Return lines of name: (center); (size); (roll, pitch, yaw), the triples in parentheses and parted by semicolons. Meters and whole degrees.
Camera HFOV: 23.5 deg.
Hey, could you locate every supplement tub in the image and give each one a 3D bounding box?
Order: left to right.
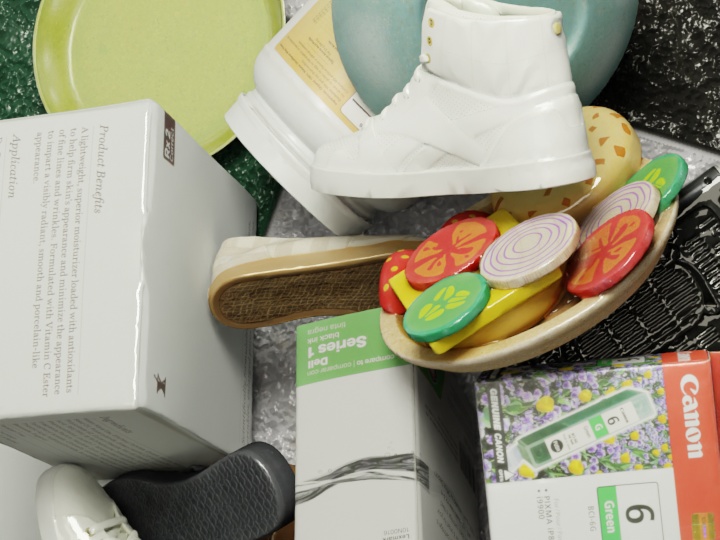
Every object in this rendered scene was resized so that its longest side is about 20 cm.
supplement tub: (0.020, -0.132, 1.149); (0.200, 0.145, 0.145); (-46, 72, 7)

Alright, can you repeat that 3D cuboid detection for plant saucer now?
plant saucer: (-0.143, -0.167, 1.264); (0.198, 0.031, 0.202); (-2, 82, 16)
plant saucer: (0.082, -0.162, 1.052); (0.199, 0.039, 0.203); (-5, 112, -12)

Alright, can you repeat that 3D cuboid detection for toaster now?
toaster: (0.192, 0.062, 1.063); (0.199, 0.119, 0.182); (-36, 87, 10)

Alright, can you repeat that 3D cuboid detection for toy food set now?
toy food set: (0.096, -0.015, 1.004); (0.199, 0.198, 0.049); (-32, 114, -1)

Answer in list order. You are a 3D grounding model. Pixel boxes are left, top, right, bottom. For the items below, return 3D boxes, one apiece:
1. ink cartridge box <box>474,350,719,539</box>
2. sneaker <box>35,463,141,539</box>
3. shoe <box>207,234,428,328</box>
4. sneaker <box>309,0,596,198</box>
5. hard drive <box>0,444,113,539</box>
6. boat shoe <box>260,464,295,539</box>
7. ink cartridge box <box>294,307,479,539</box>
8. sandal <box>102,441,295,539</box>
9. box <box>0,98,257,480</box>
ink cartridge box: (0.169, 0.104, 0.984); (0.198, 0.050, 0.110); (-6, 93, 10)
sneaker: (-0.135, 0.203, 1.118); (0.084, 0.073, 0.201); (-34, 81, 25)
shoe: (0.000, 0.000, 1.126); (0.198, 0.070, 0.054); (-1, 37, -3)
sneaker: (0.045, -0.103, 1.013); (0.199, 0.073, 0.117); (-2, 102, 40)
hard drive: (-0.174, 0.178, 1.227); (0.198, 0.026, 0.133); (6, 84, 17)
boat shoe: (-0.072, 0.227, 1.150); (0.073, 0.076, 0.202); (8, 83, -10)
ink cartridge box: (0.019, 0.147, 1.073); (0.083, 0.146, 0.202); (-11, 54, 16)
sandal: (-0.104, 0.159, 1.141); (0.199, 0.043, 0.077); (-18, 94, 44)
box: (-0.160, 0.021, 1.141); (0.129, 0.200, 0.201); (-5, 71, 16)
